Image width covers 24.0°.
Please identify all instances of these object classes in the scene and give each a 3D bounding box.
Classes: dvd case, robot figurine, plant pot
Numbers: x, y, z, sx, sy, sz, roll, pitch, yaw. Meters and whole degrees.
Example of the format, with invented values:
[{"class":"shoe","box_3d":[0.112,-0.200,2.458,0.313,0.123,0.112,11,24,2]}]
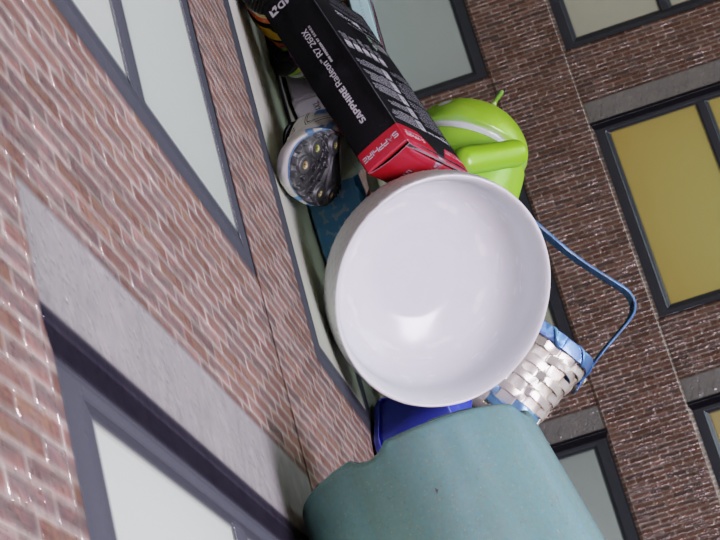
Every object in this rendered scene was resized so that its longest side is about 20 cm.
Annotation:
[{"class":"dvd case","box_3d":[0.014,-0.218,1.675,0.200,0.022,0.147,6,68,-85]},{"class":"robot figurine","box_3d":[0.089,-0.073,1.580,0.175,0.115,0.201,-30,-143,60]},{"class":"plant pot","box_3d":[0.069,0.195,0.957,0.200,0.200,0.197,59,5,-69]}]

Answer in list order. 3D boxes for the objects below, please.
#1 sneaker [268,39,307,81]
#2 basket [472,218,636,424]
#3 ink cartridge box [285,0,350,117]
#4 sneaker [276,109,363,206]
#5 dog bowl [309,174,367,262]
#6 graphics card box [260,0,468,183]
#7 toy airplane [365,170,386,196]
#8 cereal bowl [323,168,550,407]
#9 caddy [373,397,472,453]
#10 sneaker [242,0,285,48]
[{"class":"sneaker","box_3d":[-0.047,-0.245,1.662,0.081,0.074,0.201,29,38,-31]},{"class":"basket","box_3d":[0.153,0.055,1.662,0.176,0.200,0.139,37,-12,1]},{"class":"ink cartridge box","box_3d":[-0.035,-0.222,1.771,0.146,0.084,0.201,65,8,-58]},{"class":"sneaker","box_3d":[-0.043,-0.101,1.470,0.200,0.072,0.072,-39,140,-72]},{"class":"dog bowl","box_3d":[0.000,0.000,1.590,0.111,0.049,0.201,-66,137,-83]},{"class":"graphics card box","box_3d":[0.004,-0.156,1.476,0.200,0.051,0.125,59,19,24]},{"class":"toy airplane","box_3d":[0.054,-0.023,1.736,0.200,0.141,0.200,21,52,-83]},{"class":"cereal bowl","box_3d":[0.057,0.010,1.439,0.083,0.199,0.201,33,-35,66]},{"class":"caddy","box_3d":[0.074,0.172,1.521,0.141,0.105,0.200,47,13,-12]},{"class":"sneaker","box_3d":[-0.090,-0.299,1.574,0.090,0.070,0.201,75,5,-63]}]
